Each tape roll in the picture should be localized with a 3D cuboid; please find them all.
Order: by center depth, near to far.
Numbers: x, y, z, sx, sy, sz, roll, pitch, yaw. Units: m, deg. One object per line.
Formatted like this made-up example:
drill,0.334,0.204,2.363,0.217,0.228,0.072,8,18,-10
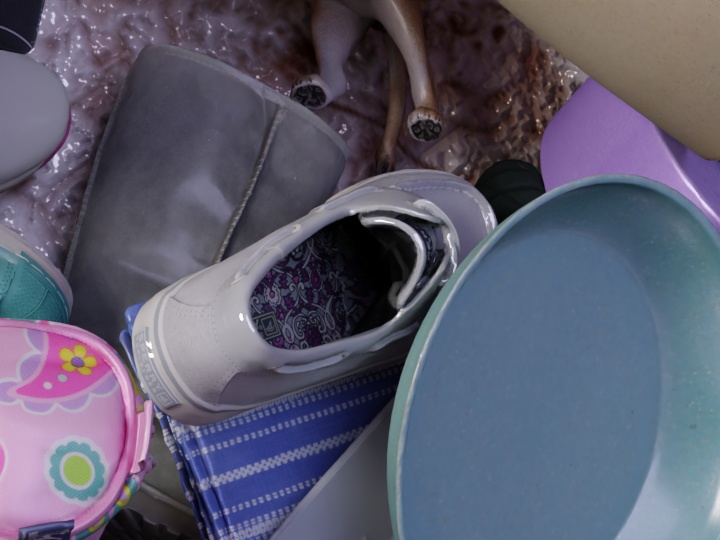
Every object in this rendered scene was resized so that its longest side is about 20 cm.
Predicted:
tape roll,0.175,-0.019,1.164,0.200,0.066,0.200,30,31,-21

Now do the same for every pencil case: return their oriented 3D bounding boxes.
pencil case,-0.123,0.087,0.926,0.087,0.200,0.088,6,63,-12

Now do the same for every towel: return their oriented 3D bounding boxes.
towel,-0.008,0.094,1.026,0.145,0.024,0.201,-17,86,-48

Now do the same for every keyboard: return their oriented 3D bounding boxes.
keyboard,0.029,0.069,1.039,0.056,0.011,0.200,57,47,-14

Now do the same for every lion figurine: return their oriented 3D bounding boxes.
lion figurine,-0.013,-0.142,1.129,0.072,0.200,0.123,-9,45,7

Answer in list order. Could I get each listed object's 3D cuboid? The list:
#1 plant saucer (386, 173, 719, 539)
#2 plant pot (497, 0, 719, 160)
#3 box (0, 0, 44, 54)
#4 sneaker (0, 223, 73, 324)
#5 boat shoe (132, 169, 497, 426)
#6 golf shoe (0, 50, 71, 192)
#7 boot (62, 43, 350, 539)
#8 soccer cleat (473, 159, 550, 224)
plant saucer,0.075,0.060,1.027,0.200,0.036,0.201,-11,106,-42
plant pot,0.091,-0.170,1.037,0.200,0.187,0.188,26,62,-11
box,-0.206,-0.162,0.961,0.199,0.132,0.115,11,103,-14
sneaker,-0.201,0.010,0.965,0.200,0.071,0.080,18,49,-18
boat shoe,0.000,0.000,1.005,0.200,0.068,0.072,-16,85,-49
golf shoe,-0.191,-0.065,1.003,0.200,0.091,0.076,0,72,-32
boot,-0.050,0.031,1.075,0.182,0.073,0.200,36,53,-18
soccer cleat,0.037,0.040,1.117,0.081,0.067,0.201,20,68,-24
